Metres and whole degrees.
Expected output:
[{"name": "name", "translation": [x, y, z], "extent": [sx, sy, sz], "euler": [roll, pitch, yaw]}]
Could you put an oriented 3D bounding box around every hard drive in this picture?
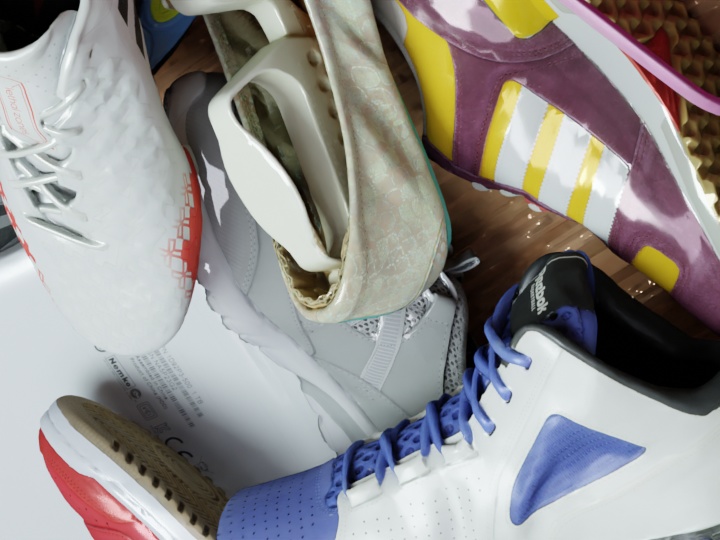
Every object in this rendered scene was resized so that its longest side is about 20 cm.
[{"name": "hard drive", "translation": [-0.116, 0.051, 1.012], "extent": [0.199, 0.026, 0.132], "euler": [-23, 115, 23]}]

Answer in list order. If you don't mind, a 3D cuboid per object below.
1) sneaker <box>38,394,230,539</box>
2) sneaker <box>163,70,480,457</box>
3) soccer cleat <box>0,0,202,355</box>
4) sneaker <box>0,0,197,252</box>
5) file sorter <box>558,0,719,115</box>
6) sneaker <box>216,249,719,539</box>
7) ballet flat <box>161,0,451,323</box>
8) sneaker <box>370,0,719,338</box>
[{"name": "sneaker", "translation": [-0.068, 0.146, 0.979], "extent": [0.200, 0.071, 0.112], "euler": [45, 99, -6]}, {"name": "sneaker", "translation": [0.000, 0.000, 0.940], "extent": [0.082, 0.075, 0.200], "euler": [-27, 124, 15]}, {"name": "soccer cleat", "translation": [-0.095, -0.059, 0.826], "extent": [0.068, 0.085, 0.201], "euler": [-1, 113, 14]}, {"name": "sneaker", "translation": [-0.132, -0.052, 0.929], "extent": [0.200, 0.083, 0.071], "euler": [-43, 84, 15]}, {"name": "file sorter", "translation": [0.125, -0.165, 0.770], "extent": [0.139, 0.126, 0.200], "euler": [36, 121, -12]}, {"name": "sneaker", "translation": [0.048, 0.052, 0.893], "extent": [0.198, 0.081, 0.116], "euler": [-7, 114, 12]}, {"name": "ballet flat", "translation": [-0.028, -0.078, 0.852], "extent": [0.067, 0.062, 0.201], "euler": [-20, 94, 51]}, {"name": "sneaker", "translation": [0.073, -0.047, 0.893], "extent": [0.090, 0.075, 0.200], "euler": [-25, 108, 34]}]
